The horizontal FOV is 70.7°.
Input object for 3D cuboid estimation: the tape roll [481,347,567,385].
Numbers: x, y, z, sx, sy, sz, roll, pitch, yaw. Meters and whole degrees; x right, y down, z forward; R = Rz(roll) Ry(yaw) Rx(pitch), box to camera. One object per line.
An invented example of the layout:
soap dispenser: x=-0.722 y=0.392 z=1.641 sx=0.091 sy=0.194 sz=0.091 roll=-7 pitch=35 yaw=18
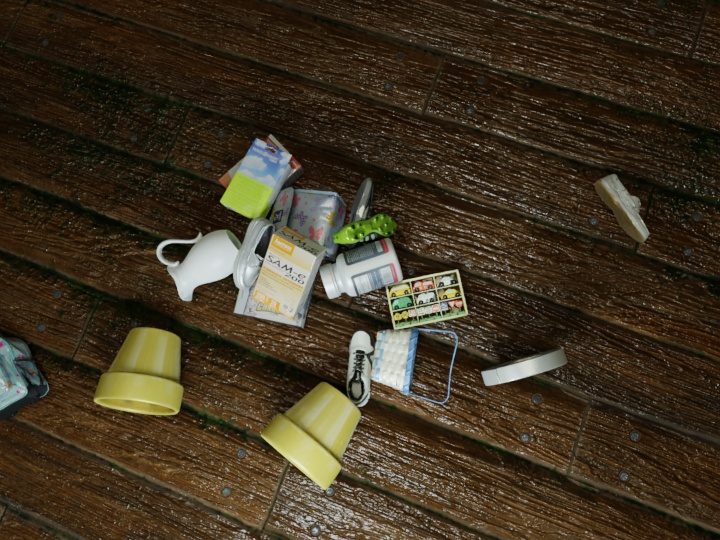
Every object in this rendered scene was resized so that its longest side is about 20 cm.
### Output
tape roll: x=0.390 y=0.231 z=1.215 sx=0.202 sy=0.203 sz=0.037 roll=-17 pitch=79 yaw=1

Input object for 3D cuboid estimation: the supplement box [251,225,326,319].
supplement box: x=-0.183 y=0.006 z=1.288 sx=0.126 sy=0.074 sz=0.200 roll=27 pitch=118 yaw=7

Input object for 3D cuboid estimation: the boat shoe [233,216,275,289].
boat shoe: x=-0.272 y=-0.038 z=1.332 sx=0.068 sy=0.072 sz=0.201 roll=25 pitch=94 yaw=40

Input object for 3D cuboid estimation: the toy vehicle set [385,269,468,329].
toy vehicle set: x=0.174 y=0.079 z=1.348 sx=0.199 sy=0.027 sz=0.125 roll=-12 pitch=79 yaw=2

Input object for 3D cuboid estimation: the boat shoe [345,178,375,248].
boat shoe: x=0.008 y=-0.152 z=1.392 sx=0.056 sy=0.069 sz=0.201 roll=18 pitch=79 yaw=-20

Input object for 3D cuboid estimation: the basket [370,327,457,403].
basket: x=0.133 y=0.223 z=1.265 sx=0.199 sy=0.139 sz=0.177 roll=10 pitch=81 yaw=14

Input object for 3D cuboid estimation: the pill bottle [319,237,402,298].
pill bottle: x=0.000 y=0.000 z=1.330 sx=0.199 sy=0.120 sz=0.120 roll=-18 pitch=78 yaw=0

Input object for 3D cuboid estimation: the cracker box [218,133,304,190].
cracker box: x=-0.277 y=-0.267 z=1.433 sx=0.200 sy=0.058 sz=0.134 roll=-43 pitch=80 yaw=-5

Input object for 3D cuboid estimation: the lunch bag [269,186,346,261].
lunch bag: x=-0.156 y=-0.126 z=1.364 sx=0.199 sy=0.127 sz=0.170 roll=9 pitch=79 yaw=20

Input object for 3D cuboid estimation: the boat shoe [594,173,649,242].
boat shoe: x=0.704 y=-0.170 z=1.336 sx=0.069 sy=0.071 sz=0.200 roll=-29 pitch=77 yaw=0

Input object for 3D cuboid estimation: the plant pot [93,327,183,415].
plant pot: x=-0.544 y=0.253 z=1.291 sx=0.200 sy=0.201 sz=0.190 roll=3 pitch=65 yaw=5

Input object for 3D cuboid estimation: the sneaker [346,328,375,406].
sneaker: x=0.002 y=0.247 z=1.303 sx=0.073 sy=0.080 sz=0.201 roll=0 pitch=78 yaw=6

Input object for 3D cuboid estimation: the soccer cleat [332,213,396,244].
soccer cleat: x=0.013 y=-0.107 z=1.325 sx=0.081 sy=0.200 sz=0.068 roll=-10 pitch=93 yaw=46

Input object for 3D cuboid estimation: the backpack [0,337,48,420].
backpack: x=-0.956 y=0.274 z=1.332 sx=0.175 sy=0.153 sz=0.200 roll=-31 pitch=72 yaw=3

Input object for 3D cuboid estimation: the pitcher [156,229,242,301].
pitcher: x=-0.428 y=-0.041 z=1.361 sx=0.200 sy=0.121 sz=0.172 roll=-34 pitch=101 yaw=4

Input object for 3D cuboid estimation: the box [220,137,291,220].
box: x=-0.276 y=-0.242 z=1.374 sx=0.122 sy=0.048 sz=0.200 roll=26 pitch=84 yaw=8

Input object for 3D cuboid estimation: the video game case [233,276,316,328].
video game case: x=-0.229 y=0.050 z=1.384 sx=0.199 sy=0.026 sz=0.181 roll=11 pitch=80 yaw=6

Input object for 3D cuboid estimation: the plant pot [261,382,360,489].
plant pot: x=-0.104 y=0.384 z=1.228 sx=0.201 sy=0.201 sz=0.189 roll=36 pitch=67 yaw=10
